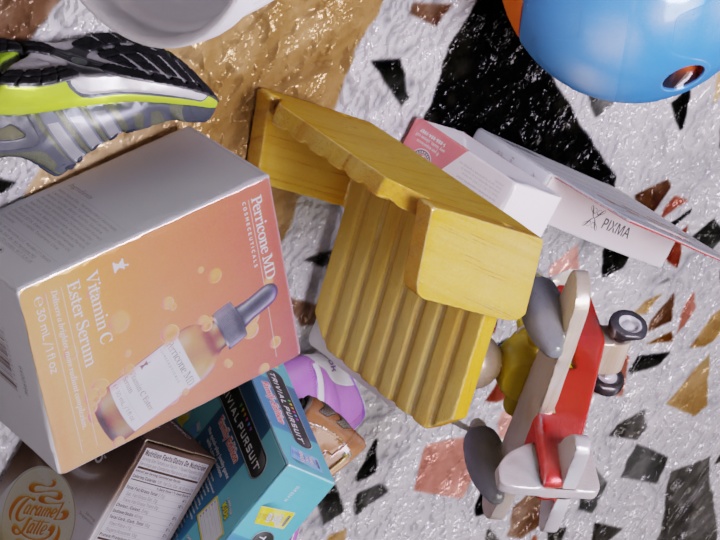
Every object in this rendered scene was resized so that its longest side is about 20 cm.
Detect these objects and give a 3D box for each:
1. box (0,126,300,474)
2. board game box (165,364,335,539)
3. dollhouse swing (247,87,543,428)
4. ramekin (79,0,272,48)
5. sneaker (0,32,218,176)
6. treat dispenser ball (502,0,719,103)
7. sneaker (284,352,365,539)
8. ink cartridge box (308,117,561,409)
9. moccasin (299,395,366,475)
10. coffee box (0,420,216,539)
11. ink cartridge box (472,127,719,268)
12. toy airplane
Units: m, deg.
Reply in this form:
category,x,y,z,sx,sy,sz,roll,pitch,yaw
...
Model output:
category,x,y,z,sx,sy,sz,roll,pitch,yaw
box,-0.159,0.017,1.595,0.200,0.106,0.153,-27,125,-25
board game box,-0.113,0.171,1.700,0.047,0.151,0.200,26,113,-34
dollhouse swing,0.000,0.000,1.687,0.181,0.200,0.176,14,108,-49
ramekin,-0.102,-0.244,1.419,0.105,0.200,0.201,-26,134,-43
sneaker,-0.185,-0.107,1.538,0.199,0.074,0.081,-3,126,-35
treat dispenser ball,0.201,-0.224,1.722,0.201,0.201,0.201,-25,133,-30
sneaker,-0.044,0.157,1.861,0.114,0.073,0.201,-18,129,-40
ink cartridge box,0.054,-0.001,1.806,0.067,0.116,0.200,13,109,-51
moccasin,-0.076,0.188,1.775,0.078,0.074,0.201,41,95,-8
coffee box,-0.207,0.186,1.686,0.080,0.114,0.200,22,100,-48
ink cartridge box,0.198,-0.039,1.874,0.200,0.173,0.044,19,104,-49
toy airplane,0.125,0.094,1.745,0.199,0.141,0.201,49,62,-87
